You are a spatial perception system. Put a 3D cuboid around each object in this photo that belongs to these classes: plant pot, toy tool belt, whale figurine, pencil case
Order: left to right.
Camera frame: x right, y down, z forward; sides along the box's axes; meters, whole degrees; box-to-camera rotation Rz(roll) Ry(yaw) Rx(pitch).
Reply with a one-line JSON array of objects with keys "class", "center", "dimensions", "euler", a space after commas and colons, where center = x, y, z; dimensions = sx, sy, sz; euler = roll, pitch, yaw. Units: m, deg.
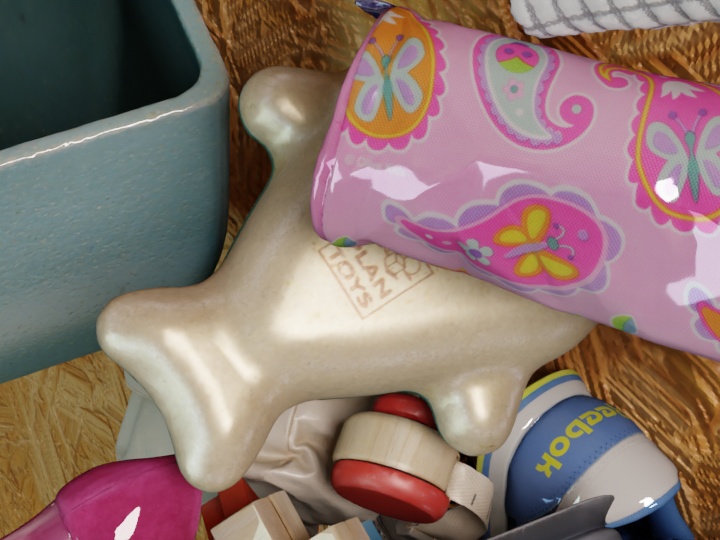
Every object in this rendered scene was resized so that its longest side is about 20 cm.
[{"class": "plant pot", "center": [-0.166, -0.055, 0.937], "dimensions": [0.200, 0.196, 0.196], "euler": [83, 165, -54]}, {"class": "toy tool belt", "center": [-0.017, 0.038, 0.856], "dimensions": [0.125, 0.123, 0.200], "euler": [28, 161, -28]}, {"class": "whale figurine", "center": [0.000, 0.000, 0.756], "dimensions": [0.159, 0.200, 0.104], "euler": [56, 162, -2]}, {"class": "pencil case", "center": [0.085, -0.023, 0.651], "dimensions": [0.200, 0.087, 0.087], "euler": [16, 136, 15]}]

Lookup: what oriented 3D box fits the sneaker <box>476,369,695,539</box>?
[{"class": "sneaker", "center": [0.097, 0.139, 0.870], "dimensions": [0.082, 0.074, 0.200], "euler": [29, 141, 39]}]

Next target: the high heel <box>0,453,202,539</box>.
[{"class": "high heel", "center": [-0.081, 0.137, 0.811], "dimensions": [0.067, 0.096, 0.200], "euler": [59, 174, 40]}]

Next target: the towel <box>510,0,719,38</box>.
[{"class": "towel", "center": [0.094, -0.170, 0.571], "dimensions": [0.166, 0.086, 0.200], "euler": [0, 116, 55]}]

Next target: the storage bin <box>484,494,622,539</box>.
[{"class": "storage bin", "center": [0.029, 0.188, 0.785], "dimensions": [0.134, 0.146, 0.200], "euler": [66, 148, 13]}]

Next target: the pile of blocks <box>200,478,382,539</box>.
[{"class": "pile of blocks", "center": [-0.035, 0.115, 0.833], "dimensions": [0.062, 0.082, 0.200], "euler": [60, 153, 10]}]

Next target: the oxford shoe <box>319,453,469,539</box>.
[{"class": "oxford shoe", "center": [0.021, 0.106, 0.960], "dimensions": [0.073, 0.071, 0.200], "euler": [-14, 105, 55]}]
